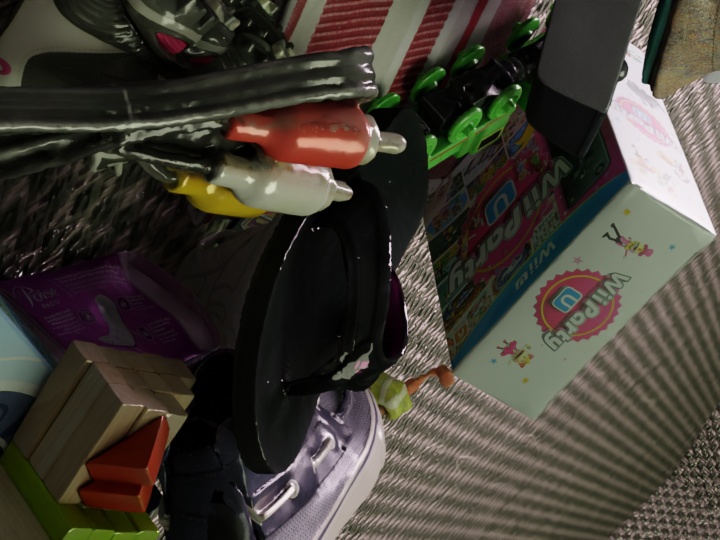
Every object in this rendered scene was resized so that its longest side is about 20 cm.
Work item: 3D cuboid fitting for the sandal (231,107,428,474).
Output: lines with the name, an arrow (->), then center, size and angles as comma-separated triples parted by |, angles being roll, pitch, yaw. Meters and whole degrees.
sandal -> 0.000, -0.001, 0.682 | 0.201, 0.047, 0.076 | -63, 148, -45

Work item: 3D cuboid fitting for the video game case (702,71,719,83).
video game case -> 0.183, -0.226, 0.840 | 0.023, 0.202, 0.183 | -1, 152, -3

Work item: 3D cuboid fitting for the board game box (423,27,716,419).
board game box -> 0.107, -0.038, 0.959 | 0.148, 0.064, 0.201 | -49, -154, 25

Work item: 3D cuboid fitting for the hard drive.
hard drive -> 0.123, -0.162, 0.804 | 0.135, 0.042, 0.202 | 69, 39, -84

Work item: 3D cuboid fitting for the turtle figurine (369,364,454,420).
turtle figurine -> -0.035, 0.066, 0.936 | 0.162, 0.200, 0.064 | -49, 118, -5

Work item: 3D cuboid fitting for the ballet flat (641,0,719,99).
ballet flat -> 0.165, -0.136, 0.741 | 0.201, 0.067, 0.069 | 87, 22, -60

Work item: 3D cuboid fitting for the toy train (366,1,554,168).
toy train -> 0.052, -0.081, 0.866 | 0.199, 0.042, 0.057 | -32, 161, -31

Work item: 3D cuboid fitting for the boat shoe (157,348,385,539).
boat shoe -> -0.037, 0.064, 0.734 | 0.200, 0.074, 0.094 | -69, 151, -66

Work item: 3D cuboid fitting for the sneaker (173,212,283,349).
sneaker -> -0.053, 0.010, 0.819 | 0.075, 0.081, 0.200 | -23, 161, -32

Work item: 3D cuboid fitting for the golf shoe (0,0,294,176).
golf shoe -> -0.073, -0.078, 0.667 | 0.088, 0.078, 0.200 | -38, 159, 12

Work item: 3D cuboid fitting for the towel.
towel -> 0.007, -0.095, 0.844 | 0.199, 0.023, 0.145 | -14, 138, -50

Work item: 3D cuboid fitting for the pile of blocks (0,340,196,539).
pile of blocks -> -0.129, 0.113, 0.609 | 0.200, 0.062, 0.082 | -41, 146, -3

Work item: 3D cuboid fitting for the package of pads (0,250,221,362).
package of pads -> -0.152, 0.094, 0.781 | 0.120, 0.076, 0.201 | -18, 143, -57

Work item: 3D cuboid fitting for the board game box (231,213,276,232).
board game box -> 0.011, -0.073, 0.940 | 0.200, 0.023, 0.105 | -49, 160, -6

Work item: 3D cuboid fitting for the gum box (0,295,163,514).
gum box -> -0.181, 0.082, 0.617 | 0.169, 0.045, 0.200 | -37, 147, -8

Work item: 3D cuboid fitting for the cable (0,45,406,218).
cable -> -0.065, -0.041, 0.573 | 0.097, 0.051, 0.199 | -24, 170, 42
